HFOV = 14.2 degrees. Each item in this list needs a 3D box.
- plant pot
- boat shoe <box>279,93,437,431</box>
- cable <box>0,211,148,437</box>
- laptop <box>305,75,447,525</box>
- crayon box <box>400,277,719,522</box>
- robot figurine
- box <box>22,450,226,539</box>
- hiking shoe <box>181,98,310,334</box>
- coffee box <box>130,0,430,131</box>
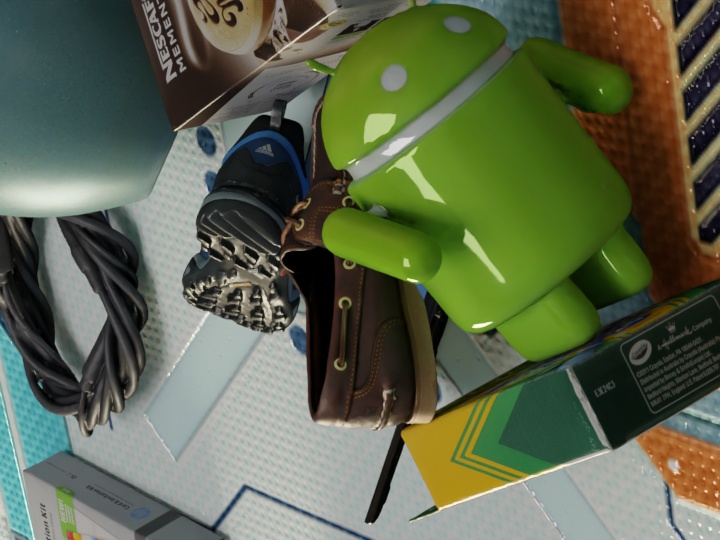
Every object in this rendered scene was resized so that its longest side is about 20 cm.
[{"bbox_3d":[-0.173,-0.113,1.760,0.134,0.201,0.200,24,142,-5],"label":"plant pot"},{"bbox_3d":[-0.008,-0.010,1.542,0.071,0.070,0.201,110,154,-58],"label":"boat shoe"},{"bbox_3d":[-0.199,0.021,1.993,0.163,0.051,0.201,6,114,46],"label":"cable"},{"bbox_3d":[0.000,0.000,1.646,0.115,0.201,0.188,19,136,3],"label":"laptop"},{"bbox_3d":[0.109,0.069,1.528,0.200,0.125,0.052,-28,89,56],"label":"crayon box"},{"bbox_3d":[0.060,-0.050,1.480,0.200,0.175,0.116,52,156,-5],"label":"robot figurine"},{"bbox_3d":[-0.161,0.234,2.083,0.200,0.041,0.157,24,130,45],"label":"box"},{"bbox_3d":[-0.058,-0.024,1.733,0.074,0.087,0.200,23,159,0],"label":"hiking shoe"},{"bbox_3d":[-0.048,-0.167,1.609,0.200,0.079,0.114,-32,76,56],"label":"coffee box"}]
